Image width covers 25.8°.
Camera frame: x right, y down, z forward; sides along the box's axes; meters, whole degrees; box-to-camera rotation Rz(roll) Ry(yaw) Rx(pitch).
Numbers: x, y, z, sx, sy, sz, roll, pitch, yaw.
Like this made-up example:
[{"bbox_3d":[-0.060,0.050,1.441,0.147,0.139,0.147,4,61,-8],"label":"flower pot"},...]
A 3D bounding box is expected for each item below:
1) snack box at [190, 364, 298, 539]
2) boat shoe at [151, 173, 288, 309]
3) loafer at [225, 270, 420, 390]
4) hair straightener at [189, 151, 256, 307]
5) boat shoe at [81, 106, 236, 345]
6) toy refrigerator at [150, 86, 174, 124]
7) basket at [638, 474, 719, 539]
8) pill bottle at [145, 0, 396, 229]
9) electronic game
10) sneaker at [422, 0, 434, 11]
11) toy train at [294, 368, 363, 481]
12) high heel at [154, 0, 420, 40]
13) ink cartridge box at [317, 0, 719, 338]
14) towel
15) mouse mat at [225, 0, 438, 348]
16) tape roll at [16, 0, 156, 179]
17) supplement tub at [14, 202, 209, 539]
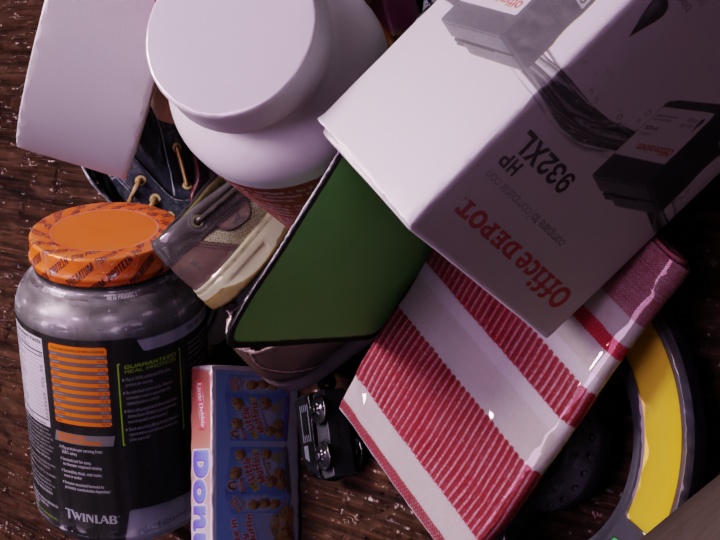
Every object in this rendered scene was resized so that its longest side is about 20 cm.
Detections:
[{"bbox_3d":[-0.072,0.161,0.991,0.024,0.072,0.201,-10,78,47],"label":"snack box"},{"bbox_3d":[-0.051,-0.073,0.935,0.201,0.066,0.072,-58,20,-20],"label":"boat shoe"},{"bbox_3d":[0.000,0.000,0.906,0.200,0.071,0.073,-44,61,19],"label":"loafer"},{"bbox_3d":[-0.080,-0.069,1.004,0.077,0.041,0.201,14,114,55],"label":"hair straightener"},{"bbox_3d":[-0.144,-0.045,1.084,0.071,0.091,0.201,-30,64,43],"label":"boat shoe"},{"bbox_3d":[-0.070,-0.190,1.037,0.200,0.070,0.076,-55,42,29],"label":"toy refrigerator"},{"bbox_3d":[0.218,0.111,0.624,0.180,0.136,0.200,51,119,34],"label":"basket"},{"bbox_3d":[-0.028,-0.084,0.794,0.112,0.200,0.113,-5,75,17],"label":"pill bottle"},{"bbox_3d":[0.098,0.087,0.828,0.200,0.042,0.201,-7,81,48],"label":"electronic game"},{"bbox_3d":[0.050,-0.179,0.856,0.200,0.114,0.076,-57,41,27],"label":"sneaker"},{"bbox_3d":[-0.029,0.033,0.989,0.046,0.034,0.201,-27,66,56],"label":"toy train"},{"bbox_3d":[-0.043,-0.172,0.901,0.067,0.200,0.096,-42,62,44],"label":"high heel"},{"bbox_3d":[0.104,-0.084,0.714,0.200,0.145,0.084,-45,52,7],"label":"ink cartridge box"},{"bbox_3d":[0.074,0.037,0.823,0.200,0.023,0.144,-58,43,19],"label":"towel"},{"bbox_3d":[0.021,-0.042,0.795,0.008,0.161,0.200,41,108,24],"label":"mouse mat"},{"bbox_3d":[-0.146,-0.161,0.946,0.202,0.071,0.203,-165,90,-82],"label":"tape roll"},{"bbox_3d":[-0.159,0.065,1.024,0.122,0.122,0.201,28,126,47],"label":"supplement tub"}]
